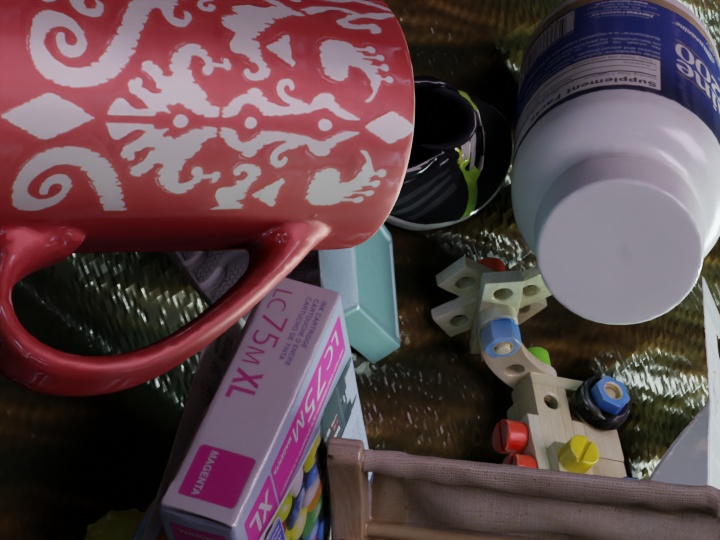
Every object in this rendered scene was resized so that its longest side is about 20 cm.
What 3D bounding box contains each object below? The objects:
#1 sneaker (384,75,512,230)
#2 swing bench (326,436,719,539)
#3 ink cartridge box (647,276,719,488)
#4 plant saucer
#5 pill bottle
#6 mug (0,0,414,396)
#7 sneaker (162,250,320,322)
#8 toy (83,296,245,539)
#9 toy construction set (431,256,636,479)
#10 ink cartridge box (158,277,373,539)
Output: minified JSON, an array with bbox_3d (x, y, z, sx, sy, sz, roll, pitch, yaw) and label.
[{"bbox_3d":[0.031,-0.059,1.357,0.200,0.083,0.072,-4,86,-53],"label":"sneaker"},{"bbox_3d":[0.070,0.186,1.121,0.130,0.198,0.200,88,12,-46],"label":"swing bench"},{"bbox_3d":[0.176,0.121,1.493,0.160,0.047,0.200,52,36,-68],"label":"ink cartridge box"},{"bbox_3d":[0.000,0.000,1.274,0.200,0.019,0.070,52,34,-81],"label":"plant saucer"},{"bbox_3d":[0.134,-0.058,1.418,0.111,0.111,0.200,60,19,-25],"label":"pill bottle"},{"bbox_3d":[-0.092,-0.045,1.102,0.200,0.133,0.178,2,96,-29],"label":"mug"},{"bbox_3d":[-0.095,-0.058,1.216,0.075,0.082,0.200,-32,97,-10],"label":"sneaker"},{"bbox_3d":[-0.087,0.118,1.179,0.200,0.047,0.115,-69,158,-15],"label":"toy"},{"bbox_3d":[0.081,0.095,1.395,0.131,0.092,0.200,11,64,-25],"label":"toy construction set"},{"bbox_3d":[-0.034,0.106,1.187,0.200,0.042,0.119,84,26,-56],"label":"ink cartridge box"}]
